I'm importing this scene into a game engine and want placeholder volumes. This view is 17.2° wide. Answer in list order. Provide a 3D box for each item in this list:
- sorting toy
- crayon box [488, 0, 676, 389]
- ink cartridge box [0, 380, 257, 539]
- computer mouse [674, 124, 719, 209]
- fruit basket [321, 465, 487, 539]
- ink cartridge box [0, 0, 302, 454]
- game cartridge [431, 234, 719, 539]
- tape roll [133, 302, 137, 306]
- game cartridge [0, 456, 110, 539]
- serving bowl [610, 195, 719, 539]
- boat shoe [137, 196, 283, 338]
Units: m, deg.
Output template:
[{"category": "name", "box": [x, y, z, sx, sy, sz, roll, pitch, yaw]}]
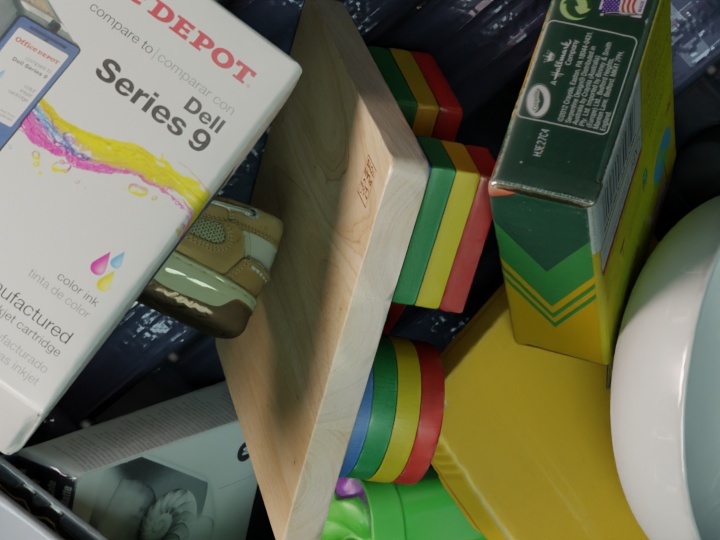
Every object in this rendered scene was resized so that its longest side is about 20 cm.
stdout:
[{"category": "sorting toy", "box": [0.000, 0.000, 1.137, 0.070, 0.200, 0.199, 8, 115, -17]}, {"category": "crayon box", "box": [0.107, -0.041, 1.115, 0.051, 0.127, 0.200, 13, 156, 15]}, {"category": "ink cartridge box", "box": [-0.140, 0.169, 1.227, 0.200, 0.041, 0.200, -16, 127, -46]}, {"category": "computer mouse", "box": [0.260, -0.048, 1.213, 0.200, 0.034, 0.059, -2, 114, -2]}, {"category": "fruit basket", "box": [-0.013, 0.180, 1.240, 0.216, 0.156, 0.216, -7, 115, -16]}, {"category": "ink cartridge box", "box": [-0.143, -0.046, 1.029, 0.145, 0.088, 0.200, 38, 66, -3]}, {"category": "game cartridge", "box": [0.125, 0.086, 1.216, 0.176, 0.032, 0.200, -46, 113, -27]}, {"category": "tape roll", "box": [-0.179, -0.062, 1.168, 0.202, 0.071, 0.202, -1, 116, -2]}, {"category": "game cartridge", "box": [-0.172, 0.169, 1.136, 0.200, 0.040, 0.133, 40, 107, -12]}, {"category": "serving bowl", "box": [0.175, 0.055, 1.177, 0.066, 0.200, 0.200, 7, 121, 34]}, {"category": "boat shoe", "box": [-0.131, -0.042, 1.113, 0.200, 0.072, 0.076, 27, 79, -8]}]
